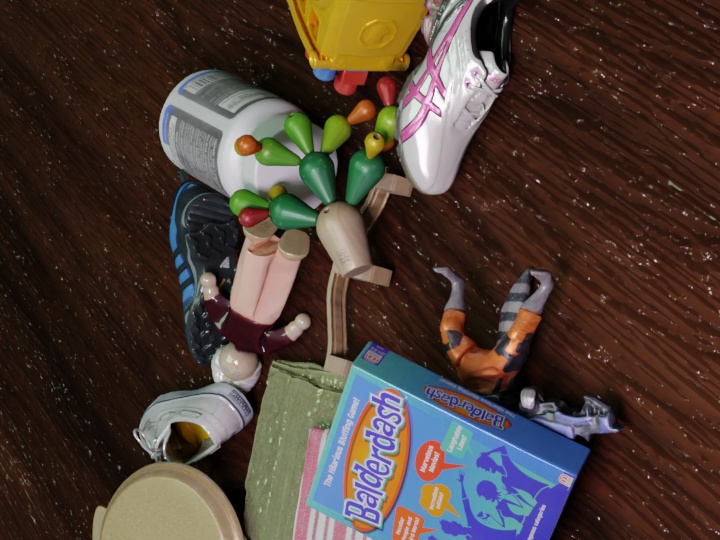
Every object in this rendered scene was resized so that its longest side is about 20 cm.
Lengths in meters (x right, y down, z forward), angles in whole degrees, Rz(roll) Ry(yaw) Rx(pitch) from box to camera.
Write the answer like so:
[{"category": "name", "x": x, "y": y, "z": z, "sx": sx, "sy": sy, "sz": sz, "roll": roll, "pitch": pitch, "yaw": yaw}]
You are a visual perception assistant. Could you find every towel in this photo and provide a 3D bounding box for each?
[{"category": "towel", "x": 0.012, "y": 0.222, "z": 1.656, "sx": 0.199, "sy": 0.030, "sz": 0.148, "roll": 4, "pitch": 84, "yaw": 49}, {"category": "towel", "x": -0.056, "y": 0.191, "z": 1.792, "sx": 0.148, "sy": 0.036, "sz": 0.202, "roll": 10, "pitch": 91, "yaw": 54}]

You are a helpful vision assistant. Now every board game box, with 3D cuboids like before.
[{"category": "board game box", "x": 0.067, "y": 0.167, "z": 1.492, "sx": 0.198, "sy": 0.045, "sz": 0.153, "roll": 25, "pitch": 123, "yaw": 12}]

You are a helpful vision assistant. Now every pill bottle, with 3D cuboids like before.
[{"category": "pill bottle", "x": -0.112, "y": -0.127, "z": 1.865, "sx": 0.200, "sy": 0.113, "sz": 0.115, "roll": 31, "pitch": 108, "yaw": 53}]

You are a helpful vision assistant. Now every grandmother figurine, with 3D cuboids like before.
[{"category": "grandmother figurine", "x": -0.110, "y": 0.040, "z": 1.848, "sx": 0.121, "sy": 0.060, "sz": 0.201, "roll": 31, "pitch": 127, "yaw": 20}]

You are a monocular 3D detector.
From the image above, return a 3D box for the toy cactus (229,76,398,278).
[{"category": "toy cactus", "x": -0.032, "y": -0.077, "z": 1.707, "sx": 0.198, "sy": 0.102, "sz": 0.166, "roll": -25, "pitch": 76, "yaw": 12}]

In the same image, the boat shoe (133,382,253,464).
[{"category": "boat shoe", "x": -0.190, "y": 0.178, "z": 1.918, "sx": 0.075, "sy": 0.086, "sz": 0.201, "roll": 53, "pitch": 145, "yaw": -13}]

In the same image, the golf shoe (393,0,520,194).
[{"category": "golf shoe", "x": 0.087, "y": -0.164, "z": 1.631, "sx": 0.092, "sy": 0.072, "sz": 0.202, "roll": 18, "pitch": 98, "yaw": 52}]

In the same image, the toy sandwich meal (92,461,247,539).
[{"category": "toy sandwich meal", "x": -0.185, "y": 0.288, "z": 1.861, "sx": 0.203, "sy": 0.070, "sz": 0.208, "roll": -1, "pitch": 88, "yaw": 32}]

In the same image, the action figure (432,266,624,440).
[{"category": "action figure", "x": 0.136, "y": 0.096, "z": 1.524, "sx": 0.198, "sy": 0.104, "sz": 0.196, "roll": 1, "pitch": 91, "yaw": 29}]

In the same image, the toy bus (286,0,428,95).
[{"category": "toy bus", "x": -0.014, "y": -0.274, "z": 1.763, "sx": 0.193, "sy": 0.134, "sz": 0.201, "roll": 111, "pitch": 148, "yaw": -44}]

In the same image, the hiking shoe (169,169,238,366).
[{"category": "hiking shoe", "x": -0.157, "y": 0.001, "z": 1.918, "sx": 0.087, "sy": 0.074, "sz": 0.202, "roll": -132, "pitch": 38, "yaw": -56}]

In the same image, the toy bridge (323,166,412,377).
[{"category": "toy bridge", "x": 0.000, "y": 0.000, "z": 1.743, "sx": 0.067, "sy": 0.027, "sz": 0.202, "roll": 12, "pitch": 87, "yaw": 54}]
